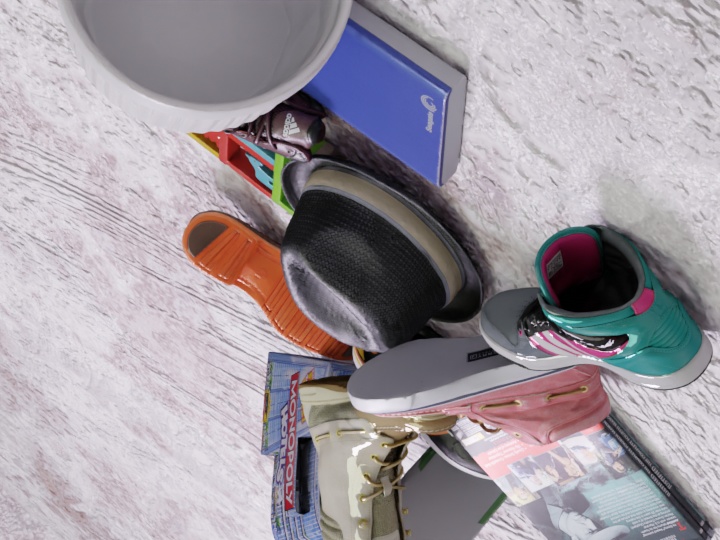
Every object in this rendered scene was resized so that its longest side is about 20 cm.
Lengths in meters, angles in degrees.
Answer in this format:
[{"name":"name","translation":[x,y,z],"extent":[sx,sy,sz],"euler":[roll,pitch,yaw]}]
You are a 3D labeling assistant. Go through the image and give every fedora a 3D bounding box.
[{"name":"fedora","translation":[0.000,0.000,1.676],"extent":[0.201,0.092,0.201],"euler":[28,156,14]}]

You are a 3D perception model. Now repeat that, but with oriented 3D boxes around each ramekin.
[{"name":"ramekin","translation":[-0.111,-0.189,1.412],"extent":[0.200,0.200,0.105],"euler":[43,163,0]}]

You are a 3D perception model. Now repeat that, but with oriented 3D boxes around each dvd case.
[{"name":"dvd case","translation":[0.183,0.174,1.745],"extent":[0.200,0.022,0.146],"euler":[48,136,-11]}]

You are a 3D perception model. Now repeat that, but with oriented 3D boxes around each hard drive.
[{"name":"hard drive","translation":[-0.011,-0.155,1.529],"extent":[0.200,0.025,0.132],"euler":[36,157,17]}]

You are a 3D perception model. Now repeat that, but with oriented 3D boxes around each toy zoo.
[{"name":"toy zoo","translation":[-0.107,-0.126,1.756],"extent":[0.200,0.020,0.131],"euler":[38,158,13]}]

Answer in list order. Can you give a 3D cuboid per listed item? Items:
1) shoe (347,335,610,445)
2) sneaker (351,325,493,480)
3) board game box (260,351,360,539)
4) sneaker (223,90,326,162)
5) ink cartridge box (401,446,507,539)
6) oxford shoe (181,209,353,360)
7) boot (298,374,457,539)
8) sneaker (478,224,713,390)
[{"name":"shoe","translation":[0.095,0.101,1.643],"extent":[0.200,0.071,0.091],"euler":[-14,124,16]},{"name":"sneaker","translation":[0.073,0.106,1.806],"extent":[0.200,0.070,0.090],"euler":[40,161,14]},{"name":"board game box","translation":[-0.037,0.157,1.936],"extent":[0.062,0.200,0.200],"euler":[8,164,-17]},{"name":"sneaker","translation":[-0.089,-0.131,1.577],"extent":[0.115,0.076,0.200],"euler":[26,-171,29]},{"name":"ink cartridge box","translation":[0.064,0.232,1.955],"extent":[0.088,0.145,0.200],"euler":[40,157,2]},{"name":"oxford shoe","translation":[-0.072,0.007,1.910],"extent":[0.200,0.071,0.073],"euler":[39,-168,-8]},{"name":"boot","translation":[0.021,0.169,1.766],"extent":[0.200,0.072,0.155],"euler":[0,97,56]},{"name":"sneaker","translation":[0.147,0.020,1.498],"extent":[0.200,0.084,0.121],"euler":[8,146,43]}]
